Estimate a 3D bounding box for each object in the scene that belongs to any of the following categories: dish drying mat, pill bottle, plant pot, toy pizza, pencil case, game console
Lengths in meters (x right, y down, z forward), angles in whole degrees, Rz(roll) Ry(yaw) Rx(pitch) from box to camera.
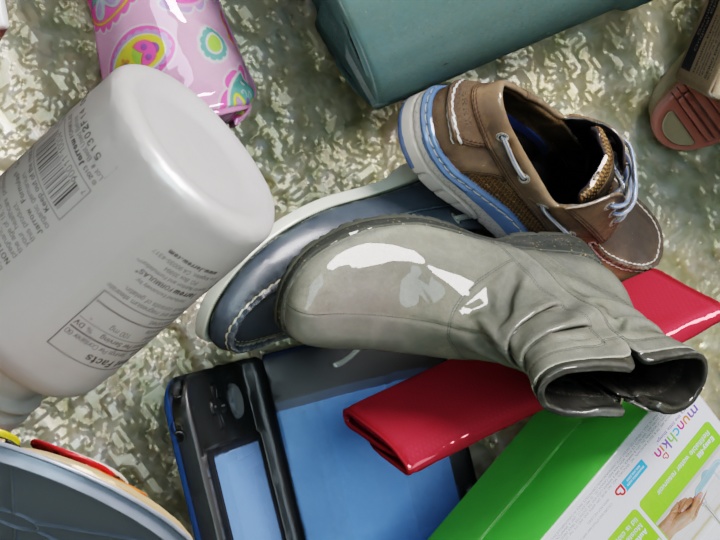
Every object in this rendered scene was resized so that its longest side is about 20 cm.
[{"bbox_3d":[0.093,0.052,1.470,0.200,0.077,0.018,-24,116,-19],"label":"dish drying mat"},{"bbox_3d":[-0.150,-0.001,1.408,0.200,0.114,0.114,-40,96,19],"label":"pill bottle"},{"bbox_3d":[0.058,-0.194,1.472,0.196,0.200,0.201,-29,93,-5],"label":"plant pot"},{"bbox_3d":[-0.168,0.111,1.388,0.200,0.200,0.032,23,68,-10],"label":"toy pizza"},{"bbox_3d":[-0.114,-0.167,1.476,0.087,0.087,0.201,-13,87,-13],"label":"pencil case"},{"bbox_3d":[-0.008,0.136,1.466,0.118,0.171,0.201,-15,89,13],"label":"game console"}]

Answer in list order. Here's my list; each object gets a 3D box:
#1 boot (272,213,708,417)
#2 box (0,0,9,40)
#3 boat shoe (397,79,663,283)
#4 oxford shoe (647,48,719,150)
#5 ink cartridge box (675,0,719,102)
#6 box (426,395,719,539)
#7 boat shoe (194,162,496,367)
[{"bbox_3d":[0.068,0.028,1.389,0.199,0.131,0.068,-2,117,-26],"label":"boot"},{"bbox_3d":[-0.266,-0.143,1.380,0.152,0.200,0.107,-12,89,-12],"label":"box"},{"bbox_3d":[0.109,-0.043,1.483,0.200,0.072,0.072,26,56,-43],"label":"boat shoe"},{"bbox_3d":[0.235,-0.148,1.573,0.200,0.074,0.071,-39,135,-1],"label":"oxford shoe"},{"bbox_3d":[0.294,-0.142,1.498,0.199,0.075,0.165,19,97,-13],"label":"ink cartridge box"},{"bbox_3d":[0.134,0.178,1.470,0.200,0.097,0.177,-49,115,-17],"label":"box"},{"bbox_3d":[0.000,0.000,1.469,0.200,0.075,0.062,-25,61,-40],"label":"boat shoe"}]
